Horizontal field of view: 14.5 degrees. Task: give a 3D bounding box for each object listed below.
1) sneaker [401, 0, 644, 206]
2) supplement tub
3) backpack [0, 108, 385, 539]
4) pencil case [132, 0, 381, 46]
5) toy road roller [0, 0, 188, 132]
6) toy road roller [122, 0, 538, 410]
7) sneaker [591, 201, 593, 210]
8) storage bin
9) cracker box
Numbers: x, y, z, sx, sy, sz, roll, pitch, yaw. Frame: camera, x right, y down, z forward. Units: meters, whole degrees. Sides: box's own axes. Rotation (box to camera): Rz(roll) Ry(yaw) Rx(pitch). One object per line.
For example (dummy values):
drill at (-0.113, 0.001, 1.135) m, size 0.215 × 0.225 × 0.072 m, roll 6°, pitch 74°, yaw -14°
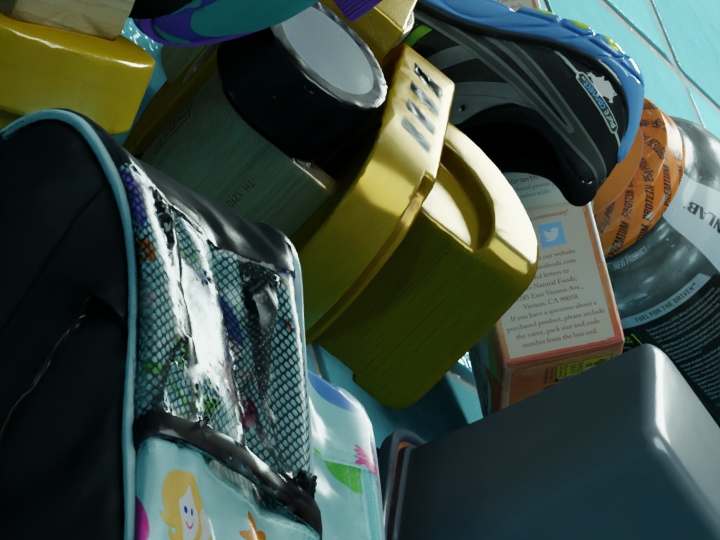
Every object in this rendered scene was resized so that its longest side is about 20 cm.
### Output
sneaker at (0.016, -0.075, 1.167) m, size 0.071 × 0.198 × 0.083 m, roll 76°, pitch 29°, yaw -67°
supplement tub at (0.171, 0.001, 1.495) m, size 0.200 × 0.122 × 0.123 m, roll 44°, pitch 25°, yaw -39°
backpack at (-0.082, 0.090, 0.663) m, size 0.150 × 0.177 × 0.201 m, roll 38°, pitch 32°, yaw -36°
pencil case at (-0.059, -0.176, 0.936) m, size 0.092 × 0.085 × 0.201 m, roll -7°, pitch 78°, yaw -41°
toy road roller at (-0.153, -0.091, 0.852) m, size 0.199 × 0.147 × 0.123 m, roll 27°, pitch 9°, yaw 26°
toy road roller at (-0.008, -0.038, 1.065) m, size 0.146 × 0.123 × 0.200 m, roll 39°, pitch 27°, yaw -13°
sneaker at (0.055, -0.078, 1.399) m, size 0.109 × 0.070 × 0.200 m, roll 56°, pitch 12°, yaw -25°
storage bin at (0.101, 0.136, 1.110) m, size 0.200 × 0.134 × 0.146 m, roll 52°, pitch 20°, yaw -18°
cracker box at (0.066, -0.030, 1.255) m, size 0.134 × 0.057 × 0.201 m, roll 87°, pitch -9°, yaw -68°
